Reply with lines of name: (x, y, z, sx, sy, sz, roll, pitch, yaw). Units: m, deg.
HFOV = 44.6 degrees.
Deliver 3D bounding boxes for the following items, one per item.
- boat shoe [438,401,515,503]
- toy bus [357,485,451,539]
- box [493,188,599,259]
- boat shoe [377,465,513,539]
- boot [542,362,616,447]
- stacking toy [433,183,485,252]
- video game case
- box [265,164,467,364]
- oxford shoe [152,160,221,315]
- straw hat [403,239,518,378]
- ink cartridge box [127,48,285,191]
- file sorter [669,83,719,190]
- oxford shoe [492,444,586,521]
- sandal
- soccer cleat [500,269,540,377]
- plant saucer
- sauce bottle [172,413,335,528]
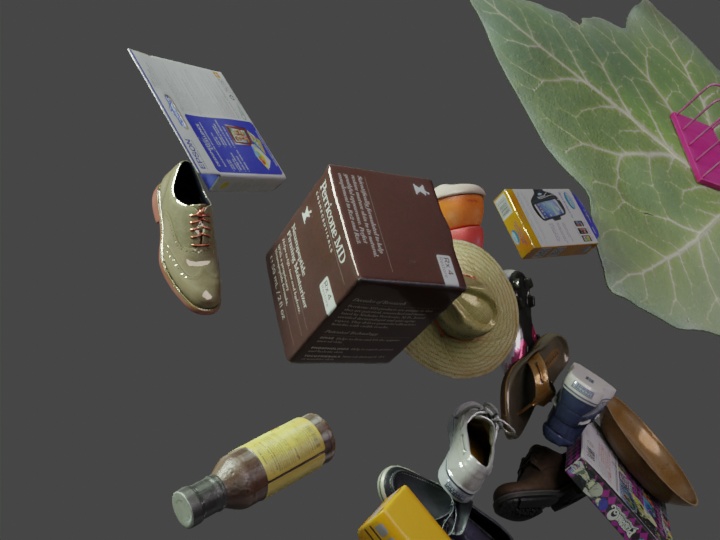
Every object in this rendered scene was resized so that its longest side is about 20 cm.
boat shoe: (0.153, 0.206, 1.117, 0.074, 0.087, 0.202, 39, 23, 3)
toy bus: (0.085, 0.351, 1.002, 0.201, 0.078, 0.065, 50, 45, 7)
box: (0.332, -0.084, 1.535, 0.197, 0.041, 0.121, -2, 60, -39)
boat shoe: (0.108, 0.301, 1.070, 0.199, 0.062, 0.075, 38, 46, -4)
boot: (0.296, 0.186, 1.212, 0.072, 0.092, 0.199, 34, 9, 22)
stacking toy: (0.134, -0.016, 1.302, 0.144, 0.145, 0.205, -5, 78, -37)
video game case: (0.354, 0.297, 1.206, 0.182, 0.036, 0.200, 48, 17, 3)
box: (0.000, 0.000, 1.118, 0.161, 0.200, 0.169, 4, 55, -32)
oxford shoe: (-0.211, -0.043, 1.088, 0.069, 0.075, 0.203, -5, 61, -37)
straw hat: (0.143, 0.050, 1.201, 0.196, 0.085, 0.206, 1, 84, -11)
ink cartridge box: (-0.212, -0.195, 1.182, 0.200, 0.047, 0.199, 59, 28, 13)
file sorter: (0.819, -0.298, 1.980, 0.136, 0.126, 0.204, 13, 52, -28)
oxford shoe: (0.231, 0.280, 1.171, 0.198, 0.073, 0.086, 3, 53, -48)
sandal: (0.251, 0.154, 1.223, 0.199, 0.053, 0.082, -40, 116, -40)
soccer cleat: (0.221, 0.102, 1.302, 0.069, 0.085, 0.205, 4, 79, -45)
plant saucer: (0.412, 0.269, 1.286, 0.200, 0.035, 0.201, 42, 17, -16)
sauce bottle: (-0.115, 0.220, 0.967, 0.198, 0.065, 0.065, -18, 69, -43)
